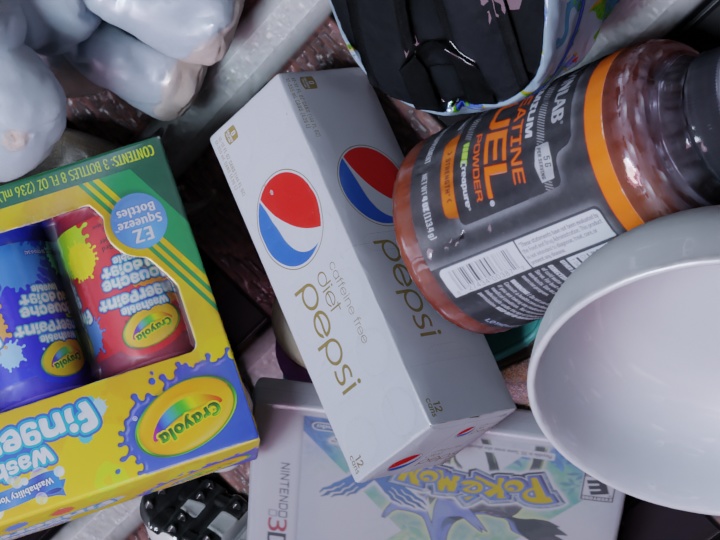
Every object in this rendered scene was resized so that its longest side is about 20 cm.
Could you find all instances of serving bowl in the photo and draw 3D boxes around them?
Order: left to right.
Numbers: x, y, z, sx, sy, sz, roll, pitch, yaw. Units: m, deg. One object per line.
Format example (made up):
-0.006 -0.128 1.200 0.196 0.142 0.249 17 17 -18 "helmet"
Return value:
0.177 0.032 1.336 0.199 0.066 0.201 5 143 4 "serving bowl"

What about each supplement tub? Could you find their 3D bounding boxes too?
0.117 -0.045 1.394 0.199 0.107 0.107 -23 108 40 "supplement tub"

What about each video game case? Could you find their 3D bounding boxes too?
0.038 0.133 1.564 0.198 0.022 0.183 7 138 2 "video game case"

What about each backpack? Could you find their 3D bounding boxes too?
0.048 -0.172 1.334 0.162 0.154 0.202 0 100 29 "backpack"

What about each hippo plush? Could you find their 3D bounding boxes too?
-0.162 -0.136 1.465 0.158 0.161 0.201 -6 118 35 "hippo plush"

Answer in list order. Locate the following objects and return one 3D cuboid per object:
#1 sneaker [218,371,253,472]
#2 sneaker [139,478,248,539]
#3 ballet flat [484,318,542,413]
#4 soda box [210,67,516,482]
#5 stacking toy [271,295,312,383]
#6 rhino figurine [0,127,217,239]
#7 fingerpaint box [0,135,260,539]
-0.131 0.078 1.599 0.075 0.116 0.201 -20 133 27 "sneaker"
-0.043 0.196 1.702 0.199 0.066 0.091 27 135 18 "sneaker"
0.119 0.033 1.488 0.067 0.068 0.199 38 143 -25 "ballet flat"
0.000 0.000 1.470 0.068 0.063 0.201 -40 68 43 "soda box"
-0.007 0.090 1.595 0.085 0.085 0.201 20 136 19 "stacking toy"
-0.165 -0.042 1.607 0.199 0.060 0.088 2 127 29 "rhino figurine"
-0.169 0.045 1.482 0.073 0.199 0.168 106 146 -77 "fingerpaint box"
